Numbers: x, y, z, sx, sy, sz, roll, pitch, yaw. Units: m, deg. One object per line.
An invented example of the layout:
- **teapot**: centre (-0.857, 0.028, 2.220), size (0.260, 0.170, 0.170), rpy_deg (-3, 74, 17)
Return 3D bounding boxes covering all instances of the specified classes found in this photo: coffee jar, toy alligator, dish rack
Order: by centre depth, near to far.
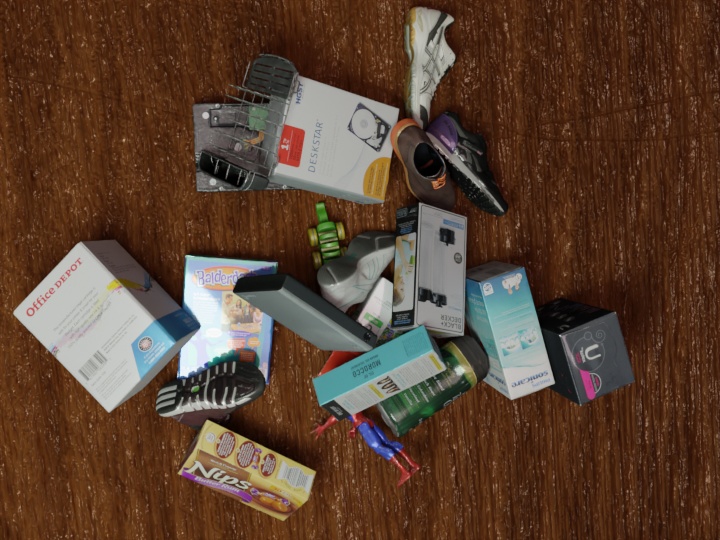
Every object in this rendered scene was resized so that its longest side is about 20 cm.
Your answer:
- **dish rack**: centre (-0.164, -0.226, 1.119), size (0.054, 0.153, 0.203), rpy_deg (11, 101, -43)
- **toy alligator**: centre (-0.047, -0.012, 1.243), size (0.058, 0.054, 0.203), rpy_deg (-11, 96, -9)
- **coffee jar**: centre (0.121, 0.191, 1.259), size (0.199, 0.104, 0.086), rpy_deg (-33, 74, -8)

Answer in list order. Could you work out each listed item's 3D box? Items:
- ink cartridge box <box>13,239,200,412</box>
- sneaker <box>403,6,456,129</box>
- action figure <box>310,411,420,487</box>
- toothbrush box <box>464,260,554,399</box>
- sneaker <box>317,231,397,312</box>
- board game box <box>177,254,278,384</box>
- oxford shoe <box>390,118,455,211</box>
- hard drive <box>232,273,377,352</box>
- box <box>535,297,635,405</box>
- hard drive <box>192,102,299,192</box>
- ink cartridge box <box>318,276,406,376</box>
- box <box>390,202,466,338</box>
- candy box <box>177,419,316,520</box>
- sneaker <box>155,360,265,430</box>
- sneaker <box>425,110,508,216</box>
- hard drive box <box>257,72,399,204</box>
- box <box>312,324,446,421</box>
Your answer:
- **ink cartridge box**: centre (-0.374, 0.075, 1.123), size (0.147, 0.146, 0.200), rpy_deg (-44, 91, 5)
- **sneaker**: centre (0.119, -0.333, 1.239), size (0.086, 0.076, 0.204), rpy_deg (1, 95, -10)
- **action figure**: centre (-0.001, 0.285, 1.256), size (0.099, 0.065, 0.201), rpy_deg (-46, 74, 22)
- **toothbrush box**: centre (0.239, 0.095, 1.257), size (0.084, 0.146, 0.203), rpy_deg (-19, 98, -7)
- **sneaker**: centre (0.000, 0.000, 1.225), size (0.200, 0.070, 0.081), rpy_deg (-38, 136, -40)
- **board game box**: centre (-0.217, 0.079, 1.225), size (0.150, 0.045, 0.203), rpy_deg (5, 94, -10)
- **oxford shoe**: centre (0.112, -0.153, 1.217), size (0.071, 0.073, 0.200), rpy_deg (-38, 133, 2)
- **hard drive**: centre (-0.086, 0.068, 1.168), size (0.199, 0.139, 0.033), rpy_deg (37, 65, -33)
- **box**: centre (0.350, 0.129, 1.251), size (0.105, 0.200, 0.124), rpy_deg (-20, 97, -8)
- **hard drive**: centre (-0.170, -0.200, 1.217), size (0.197, 0.038, 0.142), rpy_deg (-3, 95, -9)
- **ink cartridge box**: centre (0.025, 0.123, 1.268), size (0.108, 0.050, 0.202), rpy_deg (32, 88, -12)
- **box**: centre (0.114, 0.003, 1.224), size (0.115, 0.060, 0.203), rpy_deg (14, 75, -37)
- **candy box**: centre (-0.185, 0.326, 1.211), size (0.198, 0.117, 0.057), rpy_deg (27, 48, -12)
- **sneaker**: centre (-0.218, 0.209, 1.197), size (0.197, 0.077, 0.116), rpy_deg (-12, 141, 22)
- **sneaker**: centre (0.195, -0.184, 1.267), size (0.200, 0.076, 0.088), rpy_deg (45, 81, -10)
- **hard drive box**: centre (-0.050, -0.202, 1.185), size (0.197, 0.076, 0.159), rpy_deg (10, 88, -29)
- **box**: centre (0.031, 0.164, 1.180), size (0.198, 0.082, 0.050), rpy_deg (-27, 55, 8)
